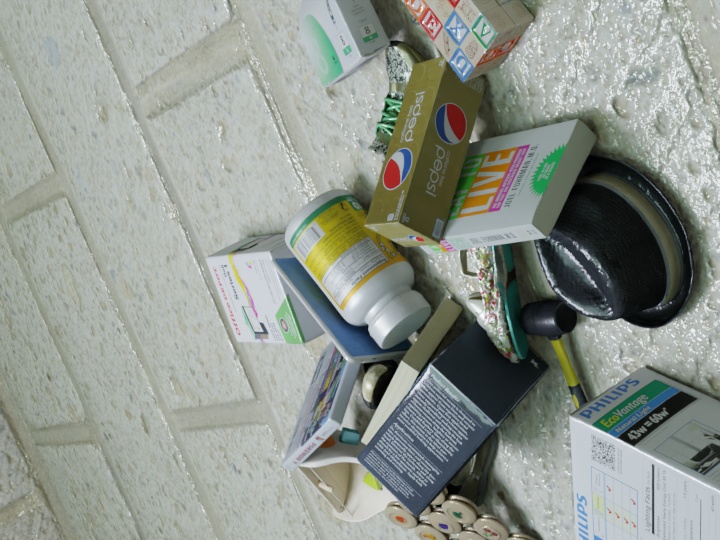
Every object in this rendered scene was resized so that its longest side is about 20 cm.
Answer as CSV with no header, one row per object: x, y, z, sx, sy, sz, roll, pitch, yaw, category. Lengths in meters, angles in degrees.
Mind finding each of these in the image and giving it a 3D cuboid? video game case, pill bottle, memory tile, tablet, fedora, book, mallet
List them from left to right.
-0.041,0.161,1.834,0.023,0.201,0.182,27,144,-10,video game case
-0.024,0.049,1.764,0.200,0.129,0.014,49,124,31,tablet
0.000,0.000,1.723,0.200,0.112,0.113,51,146,19,pill bottle
0.135,0.353,1.784,0.199,0.017,0.153,31,144,-4,memory tile
0.153,-0.084,1.424,0.048,0.134,0.199,39,155,-25,book
0.239,0.125,1.545,0.066,0.041,0.201,6,121,52,mallet
0.247,-0.018,1.373,0.200,0.091,0.202,33,137,38,fedora

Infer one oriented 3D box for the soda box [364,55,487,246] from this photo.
0.073,-0.131,1.462,0.068,0.064,0.202,-3,66,55,soda box

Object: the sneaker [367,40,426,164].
0.048,-0.168,1.556,0.077,0.088,0.202,14,121,48,sneaker

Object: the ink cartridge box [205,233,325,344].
-0.129,0.028,1.953,0.199,0.084,0.146,-3,110,56,ink cartridge box

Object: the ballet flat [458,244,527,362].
0.151,0.011,1.546,0.063,0.076,0.202,-6,101,24,ballet flat

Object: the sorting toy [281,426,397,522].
0.014,0.296,1.925,0.179,0.107,0.200,14,153,33,sorting toy

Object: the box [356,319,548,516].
0.111,0.174,1.601,0.107,0.148,0.200,42,129,9,box

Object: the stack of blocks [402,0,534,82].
0.096,-0.318,1.409,0.201,0.058,0.115,55,147,13,stack of blocks

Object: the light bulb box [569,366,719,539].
0.337,0.241,1.400,0.199,0.124,0.200,26,133,45,light bulb box

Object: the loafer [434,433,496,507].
0.131,0.251,1.753,0.075,0.069,0.201,31,136,40,loafer

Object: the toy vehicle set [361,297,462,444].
0.066,0.137,1.714,0.026,0.124,0.201,32,141,8,toy vehicle set

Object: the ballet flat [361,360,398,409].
0.018,0.146,1.768,0.057,0.067,0.200,33,180,5,ballet flat

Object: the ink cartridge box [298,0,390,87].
-0.047,-0.332,1.581,0.201,0.050,0.161,63,163,-4,ink cartridge box
